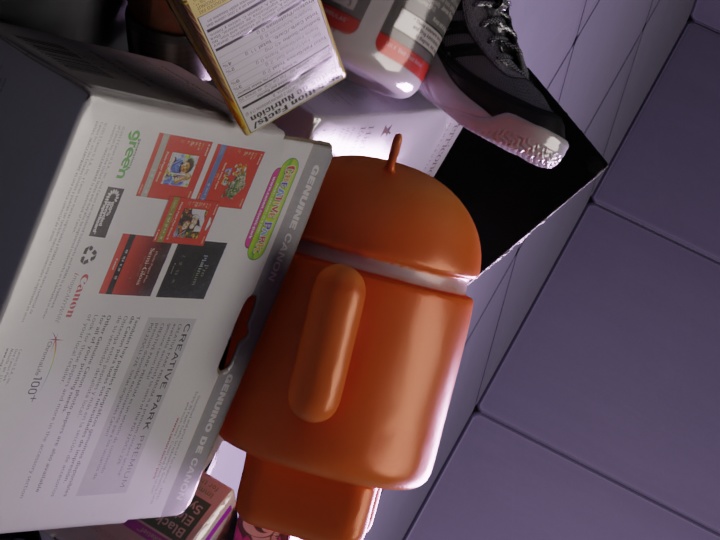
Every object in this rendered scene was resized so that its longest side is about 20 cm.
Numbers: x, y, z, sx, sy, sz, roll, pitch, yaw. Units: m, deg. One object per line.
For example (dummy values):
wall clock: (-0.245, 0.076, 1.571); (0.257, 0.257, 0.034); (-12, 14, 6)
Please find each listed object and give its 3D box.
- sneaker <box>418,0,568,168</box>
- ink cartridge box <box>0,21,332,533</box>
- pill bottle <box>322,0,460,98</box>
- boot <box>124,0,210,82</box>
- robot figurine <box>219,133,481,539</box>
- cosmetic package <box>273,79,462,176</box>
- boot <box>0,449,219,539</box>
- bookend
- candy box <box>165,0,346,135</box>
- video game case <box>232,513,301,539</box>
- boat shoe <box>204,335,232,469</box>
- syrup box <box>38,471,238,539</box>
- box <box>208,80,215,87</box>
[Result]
sneaker: (0.076, -0.152, 1.135); (0.075, 0.200, 0.114); (22, 109, -47)
ink cartridge box: (-0.122, 0.009, 0.835); (0.175, 0.084, 0.202); (7, 110, -56)
pill bottle: (0.022, -0.211, 1.081); (0.202, 0.115, 0.116); (-64, 169, 0)
boot: (-0.057, -0.214, 0.909); (0.188, 0.068, 0.201); (-44, 151, -42)
robot figurine: (-0.006, 0.031, 0.937); (0.143, 0.116, 0.202); (12, 94, -46)
cosmetic package: (-0.019, -0.077, 1.174); (0.199, 0.074, 0.102); (-12, 137, -57)
boot: (-0.147, 0.105, 1.140); (0.163, 0.073, 0.199); (89, 26, -55)
bookend: (0.057, -0.026, 1.381); (0.198, 0.092, 0.200); (-39, 176, -14)
candy box: (-0.068, -0.148, 0.727); (0.055, 0.116, 0.200); (-29, 158, -2)
video game case: (-0.045, 0.163, 1.092); (0.181, 0.035, 0.202); (53, 50, -79)
boat shoe: (-0.096, 0.018, 0.956); (0.071, 0.071, 0.202); (-11, 116, -67)
syrup box: (-0.118, 0.177, 1.075); (0.082, 0.078, 0.201); (-53, 161, -28)
box: (-0.129, -0.020, 0.984); (0.160, 0.046, 0.200); (-67, 169, 12)
